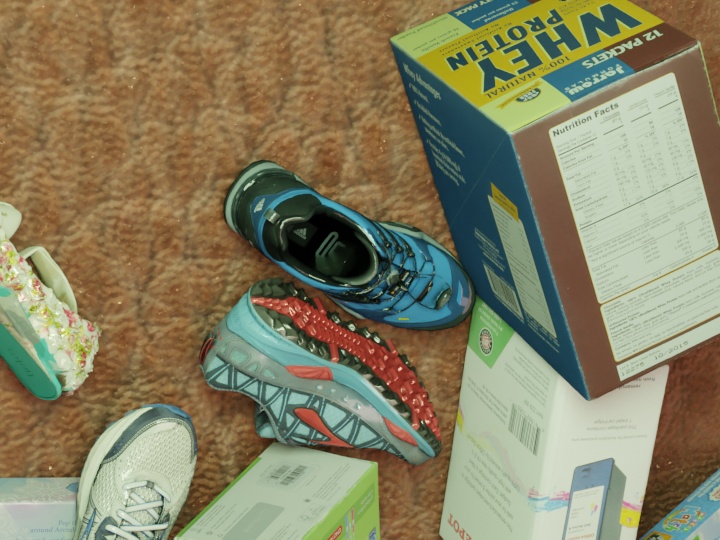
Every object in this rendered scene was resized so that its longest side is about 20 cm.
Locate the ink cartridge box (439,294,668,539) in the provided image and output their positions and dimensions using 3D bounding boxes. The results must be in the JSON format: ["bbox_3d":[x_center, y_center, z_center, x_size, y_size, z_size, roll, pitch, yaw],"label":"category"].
[{"bbox_3d":[0.130,0.128,1.536,0.087,0.145,0.201,0,111,-24],"label":"ink cartridge box"}]

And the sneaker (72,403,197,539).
[{"bbox_3d":[-0.153,0.185,1.431,0.077,0.085,0.200,21,100,-28],"label":"sneaker"}]

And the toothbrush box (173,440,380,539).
[{"bbox_3d":[-0.052,0.241,1.502,0.146,0.086,0.201,-42,135,-54],"label":"toothbrush box"}]

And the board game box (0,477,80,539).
[{"bbox_3d":[-0.246,0.237,1.487,0.199,0.043,0.200,2,110,-23],"label":"board game box"}]

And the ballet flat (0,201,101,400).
[{"bbox_3d":[-0.230,-0.003,1.388,0.064,0.075,0.200,-54,131,-30],"label":"ballet flat"}]

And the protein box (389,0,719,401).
[{"bbox_3d":[0.139,-0.062,1.426,0.135,0.199,0.200,-25,119,-11],"label":"protein box"}]

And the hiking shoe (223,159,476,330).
[{"bbox_3d":[0.000,0.000,1.461,0.200,0.087,0.075,24,101,-29],"label":"hiking shoe"}]

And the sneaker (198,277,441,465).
[{"bbox_3d":[-0.029,0.081,1.505,0.095,0.079,0.200,-39,124,23],"label":"sneaker"}]

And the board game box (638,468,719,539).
[{"bbox_3d":[0.255,0.247,1.644,0.200,0.037,0.152,-33,121,-42],"label":"board game box"}]
